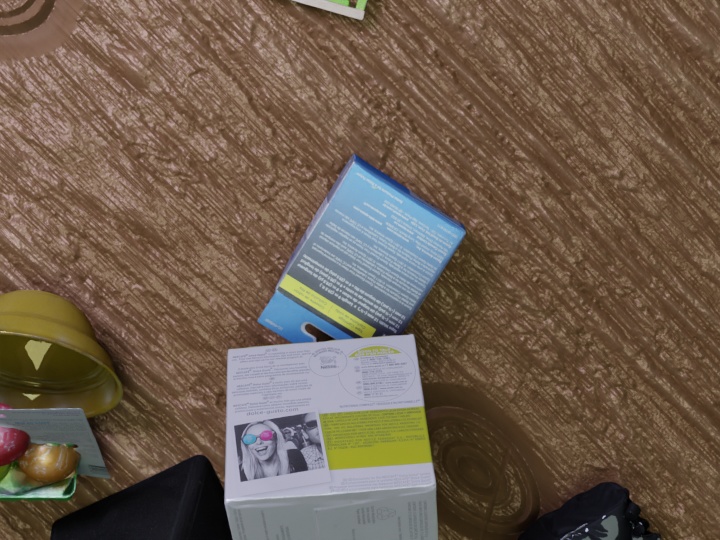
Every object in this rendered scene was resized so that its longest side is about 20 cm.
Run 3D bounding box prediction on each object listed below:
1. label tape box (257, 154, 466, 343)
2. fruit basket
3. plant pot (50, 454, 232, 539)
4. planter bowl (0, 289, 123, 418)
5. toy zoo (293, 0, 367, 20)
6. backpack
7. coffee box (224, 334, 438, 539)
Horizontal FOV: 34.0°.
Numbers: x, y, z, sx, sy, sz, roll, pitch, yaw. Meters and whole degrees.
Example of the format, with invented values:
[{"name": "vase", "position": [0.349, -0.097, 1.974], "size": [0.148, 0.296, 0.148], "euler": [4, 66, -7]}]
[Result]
[{"name": "label tape box", "position": [0.000, 0.000, 1.260], "size": [0.142, 0.066, 0.201], "euler": [31, 102, -8]}, {"name": "fruit basket", "position": [-0.362, 0.174, 1.222], "size": [0.183, 0.095, 0.201], "euler": [0, 146, -2]}, {"name": "plant pot", "position": [-0.218, 0.353, 1.268], "size": [0.198, 0.178, 0.201], "euler": [-25, 103, 2]}, {"name": "planter bowl", "position": [-0.341, 0.078, 1.228], "size": [0.198, 0.201, 0.084], "euler": [6, 58, -4]}, {"name": "toy zoo", "position": [-0.034, -0.371, 1.199], "size": [0.130, 0.020, 0.202], "euler": [15, 101, -5]}, {"name": "backpack", "position": [0.283, 0.348, 1.318], "size": [0.166, 0.127, 0.201], "euler": [-32, 103, 16]}, {"name": "coffee box", "position": [-0.028, 0.208, 1.203], "size": [0.197, 0.199, 0.201], "euler": [-5, 133, -1]}]
